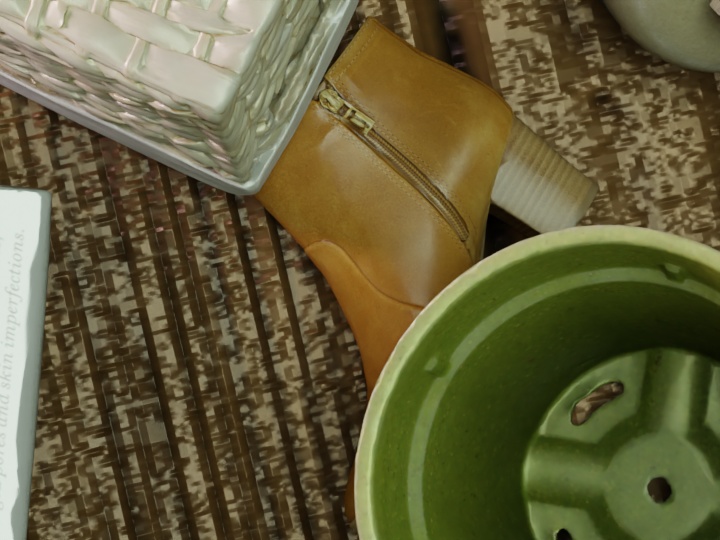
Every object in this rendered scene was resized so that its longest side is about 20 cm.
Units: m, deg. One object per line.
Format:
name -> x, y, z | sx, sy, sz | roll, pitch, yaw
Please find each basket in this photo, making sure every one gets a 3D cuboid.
basket -> -0.108, -0.138, 1.086 | 0.199, 0.123, 0.136 | 26, 84, 7

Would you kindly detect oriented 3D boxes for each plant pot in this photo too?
plant pot -> 0.115, 0.090, 1.086 | 0.199, 0.184, 0.201 | -1, 85, 13

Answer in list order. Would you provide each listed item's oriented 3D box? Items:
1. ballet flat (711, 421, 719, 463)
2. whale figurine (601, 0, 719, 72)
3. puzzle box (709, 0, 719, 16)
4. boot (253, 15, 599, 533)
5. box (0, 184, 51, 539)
ballet flat -> 0.250, 0.090, 1.181 | 0.199, 0.071, 0.071 | 8, 87, -8
whale figurine -> 0.194, -0.163, 1.166 | 0.199, 0.104, 0.160 | -5, 124, -17
puzzle box -> 0.262, -0.136, 1.133 | 0.199, 0.025, 0.133 | 18, 114, -36
boot -> 0.000, -0.001, 1.152 | 0.144, 0.071, 0.202 | 32, 80, 0
box -> -0.236, 0.057, 1.075 | 0.199, 0.131, 0.200 | 6, 87, -8
